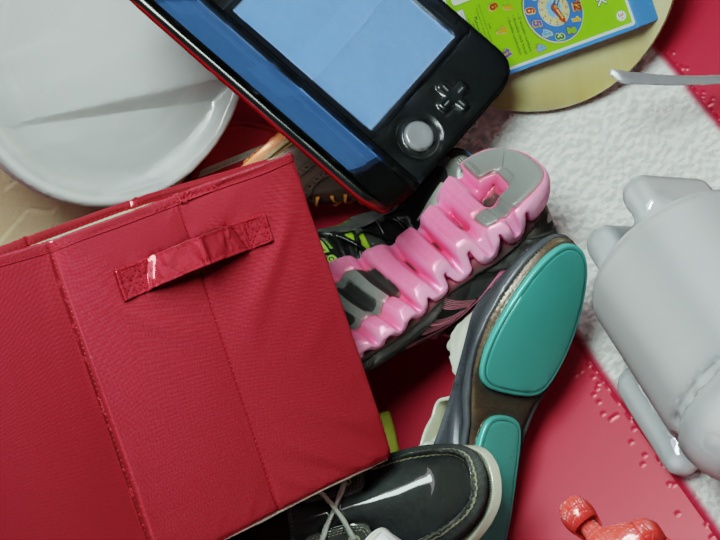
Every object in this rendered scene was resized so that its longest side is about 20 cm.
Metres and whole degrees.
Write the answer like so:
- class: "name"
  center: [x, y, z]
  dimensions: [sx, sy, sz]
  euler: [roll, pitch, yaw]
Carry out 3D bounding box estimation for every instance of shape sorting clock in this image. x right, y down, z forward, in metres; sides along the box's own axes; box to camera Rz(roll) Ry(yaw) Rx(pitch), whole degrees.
- class: "shape sorting clock"
  center: [0.105, -0.201, 1.258]
  dimensions: [0.198, 0.039, 0.202]
  euler: [6, 105, 24]

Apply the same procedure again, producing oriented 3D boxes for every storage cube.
- class: "storage cube"
  center: [-0.119, 0.054, 1.107]
  dimensions: [0.199, 0.170, 0.181]
  euler: [-13, 98, 52]

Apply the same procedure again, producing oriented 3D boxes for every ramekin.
- class: "ramekin"
  center: [-0.176, -0.143, 1.239]
  dimensions: [0.094, 0.202, 0.203]
  euler: [8, 66, 57]

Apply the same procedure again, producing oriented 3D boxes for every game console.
- class: "game console"
  center: [-0.020, -0.141, 1.168]
  dimensions: [0.200, 0.119, 0.173]
  euler: [41, 72, 2]

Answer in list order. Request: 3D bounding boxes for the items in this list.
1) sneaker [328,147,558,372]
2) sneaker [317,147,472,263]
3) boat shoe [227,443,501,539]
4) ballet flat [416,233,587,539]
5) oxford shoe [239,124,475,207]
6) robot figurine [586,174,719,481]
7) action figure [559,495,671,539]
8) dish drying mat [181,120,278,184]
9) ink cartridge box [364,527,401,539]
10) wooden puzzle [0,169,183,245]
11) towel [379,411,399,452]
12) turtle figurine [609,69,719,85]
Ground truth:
- class: "sneaker"
  center: [0.040, 0.018, 1.188]
  dimensions: [0.199, 0.096, 0.079]
  euler: [-35, 48, -4]
- class: "sneaker"
  center: [0.000, 0.000, 1.227]
  dimensions: [0.199, 0.083, 0.071]
  euler: [-41, 56, 0]
- class: "boat shoe"
  center: [-0.011, 0.146, 1.124]
  dimensions: [0.199, 0.067, 0.072]
  euler: [-21, 69, 29]
- class: "ballet flat"
  center: [0.071, 0.071, 1.154]
  dimensions: [0.073, 0.073, 0.202]
  euler: [17, 91, 30]
- class: "oxford shoe"
  center: [-0.018, -0.065, 1.259]
  dimensions: [0.199, 0.071, 0.073]
  euler: [-35, 91, 1]
- class: "robot figurine"
  center: [0.203, 0.036, 1.097]
  dimensions: [0.170, 0.112, 0.201]
  euler: [-59, 46, 38]
- class: "action figure"
  center: [0.175, 0.202, 1.065]
  dimensions: [0.065, 0.099, 0.200]
  euler: [-39, 78, -2]
- class: "dish drying mat"
  center: [-0.094, -0.015, 1.284]
  dimensions: [0.076, 0.018, 0.201]
  euler: [16, 57, 7]
- class: "ink cartridge box"
  center: [0.071, 0.239, 1.025]
  dimensions: [0.200, 0.145, 0.083]
  euler: [40, 86, 29]
- class: "wooden puzzle"
  center: [-0.212, -0.038, 1.333]
  dimensions: [0.199, 0.046, 0.186]
  euler: [11, 53, 41]
- class: "towel"
  center: [-0.001, 0.186, 1.175]
  dimensions: [0.085, 0.018, 0.201]
  euler: [-19, 58, 11]
- class: "turtle figurine"
  center: [0.258, -0.151, 1.154]
  dimensions: [0.193, 0.199, 0.145]
  euler: [27, 112, 28]
